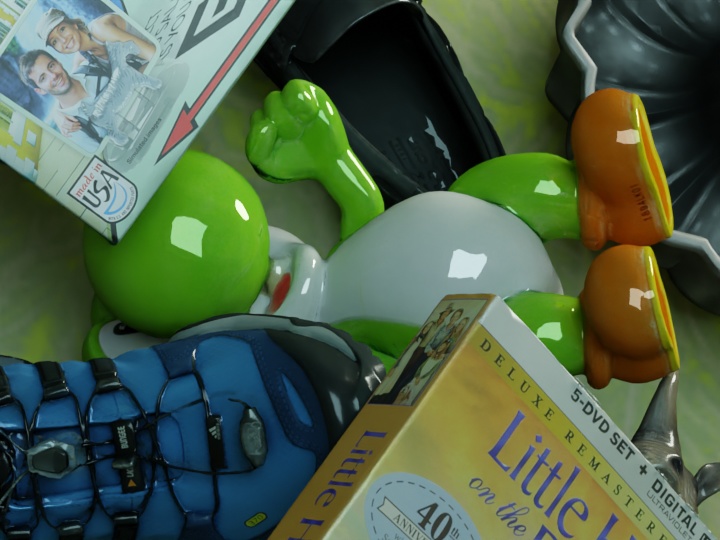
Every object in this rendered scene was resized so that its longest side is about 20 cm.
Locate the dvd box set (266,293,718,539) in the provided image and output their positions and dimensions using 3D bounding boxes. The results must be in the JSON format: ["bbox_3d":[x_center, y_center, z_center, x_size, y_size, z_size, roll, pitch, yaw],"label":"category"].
[{"bbox_3d":[0.021,0.128,0.653,0.146,0.029,0.200,48,65,-22],"label":"dvd box set"}]

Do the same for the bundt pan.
[{"bbox_3d":[0.156,-0.066,0.879,0.200,0.076,0.204,5,70,-15],"label":"bundt pan"}]

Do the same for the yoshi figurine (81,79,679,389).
[{"bbox_3d":[-0.005,-0.004,0.758,0.198,0.112,0.113,-10,102,15],"label":"yoshi figurine"}]

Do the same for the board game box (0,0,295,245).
[{"bbox_3d":[-0.068,-0.127,0.720,0.134,0.029,0.201,36,87,-7],"label":"board game box"}]

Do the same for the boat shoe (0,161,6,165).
[{"bbox_3d":[-0.111,-0.117,0.820,0.069,0.066,0.201,3,48,-14],"label":"boat shoe"}]

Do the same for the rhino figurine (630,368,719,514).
[{"bbox_3d":[0.086,0.130,0.767,0.059,0.087,0.202,7,95,17],"label":"rhino figurine"}]

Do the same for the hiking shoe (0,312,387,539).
[{"bbox_3d":[-0.082,0.060,0.707,0.087,0.199,0.075,-19,98,-57],"label":"hiking shoe"}]

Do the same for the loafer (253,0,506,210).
[{"bbox_3d":[-0.004,-0.085,0.841,0.068,0.070,0.201,-26,81,-25],"label":"loafer"}]
